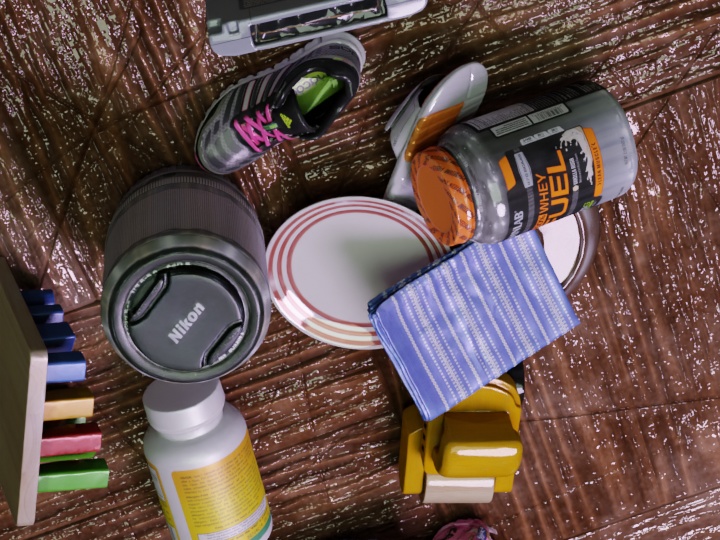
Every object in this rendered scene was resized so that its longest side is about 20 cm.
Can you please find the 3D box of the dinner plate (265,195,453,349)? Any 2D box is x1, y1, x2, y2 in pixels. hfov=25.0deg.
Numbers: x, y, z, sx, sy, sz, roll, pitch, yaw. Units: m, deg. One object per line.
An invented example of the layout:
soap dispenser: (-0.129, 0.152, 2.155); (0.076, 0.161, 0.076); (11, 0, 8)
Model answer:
dinner plate: (0.000, 0.000, 1.678); (0.200, 0.024, 0.200); (3, 128, 4)

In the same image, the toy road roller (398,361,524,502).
toy road roller: (0.113, 0.189, 1.738); (0.123, 0.146, 0.200); (0, 122, -7)

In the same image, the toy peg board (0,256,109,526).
toy peg board: (-0.315, 0.116, 1.640); (0.098, 0.200, 0.200); (-3, 119, -25)

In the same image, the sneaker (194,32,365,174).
sneaker: (-0.079, -0.154, 1.574); (0.200, 0.087, 0.074); (-33, 117, 11)

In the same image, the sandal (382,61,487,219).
sandal: (0.054, -0.135, 1.613); (0.079, 0.059, 0.207); (-17, 147, -40)

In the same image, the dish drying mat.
dish drying mat: (0.054, 0.015, 1.718); (0.077, 0.018, 0.200); (-42, 114, 14)

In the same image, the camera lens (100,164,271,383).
camera lens: (-0.170, 0.002, 1.582); (0.160, 0.200, 0.160); (-3, 118, -5)

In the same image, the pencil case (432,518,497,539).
pencil case: (0.162, 0.375, 1.883); (0.086, 0.083, 0.200); (-38, 115, 4)

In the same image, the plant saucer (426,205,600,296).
plant saucer: (0.158, -0.029, 1.691); (0.200, 0.032, 0.201); (-4, 114, -9)

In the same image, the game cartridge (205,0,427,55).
game cartridge: (-0.044, -0.256, 1.499); (0.200, 0.133, 0.042); (-12, 118, 1)

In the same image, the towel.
towel: (0.116, 0.046, 1.648); (0.200, 0.024, 0.145); (-32, 108, -12)

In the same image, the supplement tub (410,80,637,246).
supplement tub: (0.158, -0.100, 1.581); (0.200, 0.123, 0.123); (-21, 120, -18)

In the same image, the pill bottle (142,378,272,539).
pill bottle: (-0.168, 0.208, 1.741); (0.113, 0.113, 0.200); (-13, 118, 0)
